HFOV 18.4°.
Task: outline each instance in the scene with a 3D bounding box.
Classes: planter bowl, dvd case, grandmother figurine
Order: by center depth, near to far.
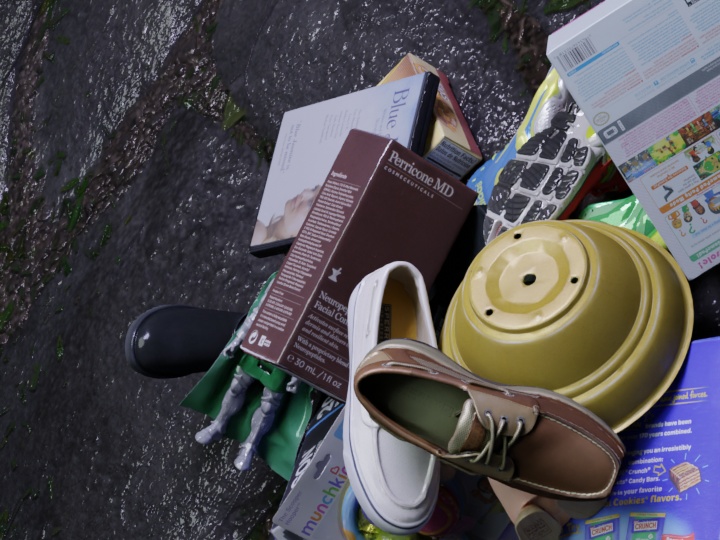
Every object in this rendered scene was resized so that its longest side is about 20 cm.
[{"bbox_3d":[0.133,0.026,1.602,0.199,0.084,0.201,-14,51,18],"label":"planter bowl"},{"bbox_3d":[0.104,0.114,1.646,0.121,0.061,0.201,-28,46,2],"label":"grandmother figurine"},{"bbox_3d":[-0.016,-0.090,1.935,0.199,0.017,0.144,-11,58,48],"label":"dvd case"}]

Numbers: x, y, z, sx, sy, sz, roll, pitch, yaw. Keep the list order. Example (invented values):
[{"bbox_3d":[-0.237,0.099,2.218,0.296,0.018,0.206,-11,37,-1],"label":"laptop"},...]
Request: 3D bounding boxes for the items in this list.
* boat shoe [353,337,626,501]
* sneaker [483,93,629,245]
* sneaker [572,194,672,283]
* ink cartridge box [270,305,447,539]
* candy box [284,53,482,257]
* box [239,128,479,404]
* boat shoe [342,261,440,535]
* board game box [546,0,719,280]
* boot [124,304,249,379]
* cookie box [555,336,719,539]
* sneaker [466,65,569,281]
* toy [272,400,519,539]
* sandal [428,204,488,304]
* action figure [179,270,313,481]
[{"bbox_3d":[0.082,0.111,1.535,0.199,0.074,0.076,20,104,14],"label":"boat shoe"},{"bbox_3d":[0.179,-0.079,1.747,0.200,0.085,0.077,-50,42,-6],"label":"sneaker"},{"bbox_3d":[0.192,-0.003,1.720,0.200,0.074,0.084,-39,48,15],"label":"sneaker"},{"bbox_3d":[-0.009,0.141,1.808,0.200,0.043,0.198,-40,16,31],"label":"ink cartridge box"},{"bbox_3d":[0.009,-0.081,1.964,0.200,0.055,0.116,-45,42,24],"label":"candy box"},{"bbox_3d":[0.000,0.000,1.766,0.075,0.100,0.201,17,80,59],"label":"box"},{"bbox_3d":[0.030,0.090,1.622,0.070,0.070,0.201,135,137,-63],"label":"boat shoe"},{"bbox_3d":[0.247,-0.117,1.595,0.147,0.201,0.064,-30,11,13],"label":"board game box"},{"bbox_3d":[-0.082,0.057,1.918,0.199,0.164,0.066,-3,91,46],"label":"boot"},{"bbox_3d":[0.217,0.159,1.602,0.171,0.075,0.201,-11,63,44],"label":"cookie box"},{"bbox_3d":[0.133,-0.094,1.822,0.105,0.076,0.201,13,81,50],"label":"sneaker"},{"bbox_3d":[0.049,0.194,1.672,0.116,0.199,0.047,-57,20,11],"label":"toy"},{"bbox_3d":[0.056,-0.016,1.840,0.200,0.048,0.076,-26,72,62],"label":"sandal"},{"bbox_3d":[-0.072,0.072,1.844,0.118,0.055,0.201,31,117,8],"label":"action figure"}]
